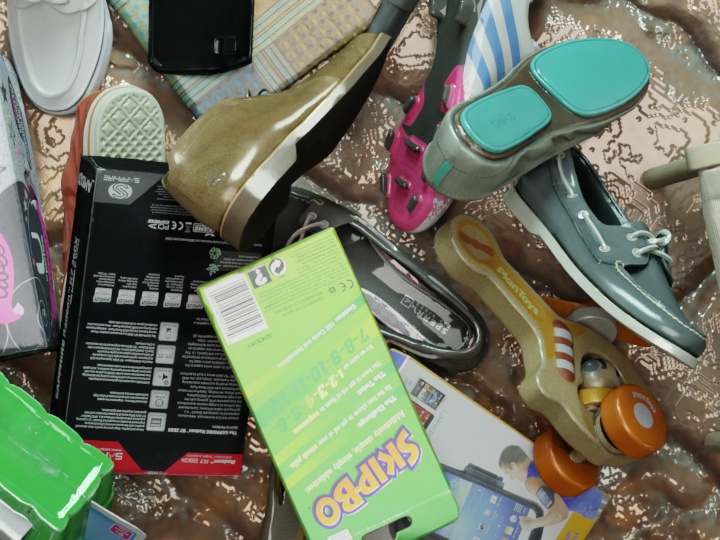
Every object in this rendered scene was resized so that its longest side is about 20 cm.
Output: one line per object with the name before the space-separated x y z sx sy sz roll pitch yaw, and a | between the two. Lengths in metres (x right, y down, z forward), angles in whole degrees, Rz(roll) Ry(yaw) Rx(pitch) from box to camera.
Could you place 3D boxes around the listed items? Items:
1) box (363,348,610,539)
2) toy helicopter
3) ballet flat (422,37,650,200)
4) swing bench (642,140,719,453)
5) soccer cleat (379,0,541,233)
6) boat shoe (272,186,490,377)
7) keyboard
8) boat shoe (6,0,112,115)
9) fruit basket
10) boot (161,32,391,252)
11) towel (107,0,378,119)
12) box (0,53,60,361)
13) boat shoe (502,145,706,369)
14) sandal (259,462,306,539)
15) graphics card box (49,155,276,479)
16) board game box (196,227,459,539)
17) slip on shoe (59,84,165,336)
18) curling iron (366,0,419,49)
box | 0.051 0.142 1.637 0.200 0.041 0.119 35 85 -20
toy helicopter | 0.124 0.039 1.635 0.200 0.132 0.079 48 128 -8
ballet flat | 0.110 -0.098 1.631 0.200 0.064 0.067 -27 71 -44
swing bench | 0.272 0.014 1.597 0.130 0.200 0.199 -11 89 -2
soccer cleat | 0.077 -0.116 1.662 0.086 0.070 0.200 10 101 -33
boat shoe | 0.000 0.000 1.656 0.200 0.057 0.067 33 80 4
keyboard | -0.085 -0.227 1.664 0.104 0.040 0.200 2 90 20
boat shoe | -0.204 -0.199 1.643 0.073 0.065 0.200 0 99 13
fruit basket | -0.240 0.149 1.588 0.185 0.200 0.094 39 50 -3
boot | -0.050 -0.099 1.597 0.075 0.074 0.200 31 51 13
towel | -0.099 -0.207 1.683 0.147 0.022 0.200 -36 91 -2
box | -0.273 -0.035 1.626 0.132 0.115 0.200 -11 89 -1
boat shoe | 0.164 -0.013 1.611 0.062 0.200 0.073 -49 135 8
sandal | -0.032 0.126 1.656 0.082 0.055 0.200 10 82 -2
graphics card box | -0.128 0.030 1.624 0.125 0.051 0.200 3 104 -19
board game box | -0.019 0.083 1.585 0.095 0.030 0.200 -24 83 -3
slip on shoe | -0.165 -0.024 1.660 0.074 0.061 0.200 -2 102 -28
curling iron | 0.022 -0.188 1.659 0.050 0.026 0.200 15 111 -22
